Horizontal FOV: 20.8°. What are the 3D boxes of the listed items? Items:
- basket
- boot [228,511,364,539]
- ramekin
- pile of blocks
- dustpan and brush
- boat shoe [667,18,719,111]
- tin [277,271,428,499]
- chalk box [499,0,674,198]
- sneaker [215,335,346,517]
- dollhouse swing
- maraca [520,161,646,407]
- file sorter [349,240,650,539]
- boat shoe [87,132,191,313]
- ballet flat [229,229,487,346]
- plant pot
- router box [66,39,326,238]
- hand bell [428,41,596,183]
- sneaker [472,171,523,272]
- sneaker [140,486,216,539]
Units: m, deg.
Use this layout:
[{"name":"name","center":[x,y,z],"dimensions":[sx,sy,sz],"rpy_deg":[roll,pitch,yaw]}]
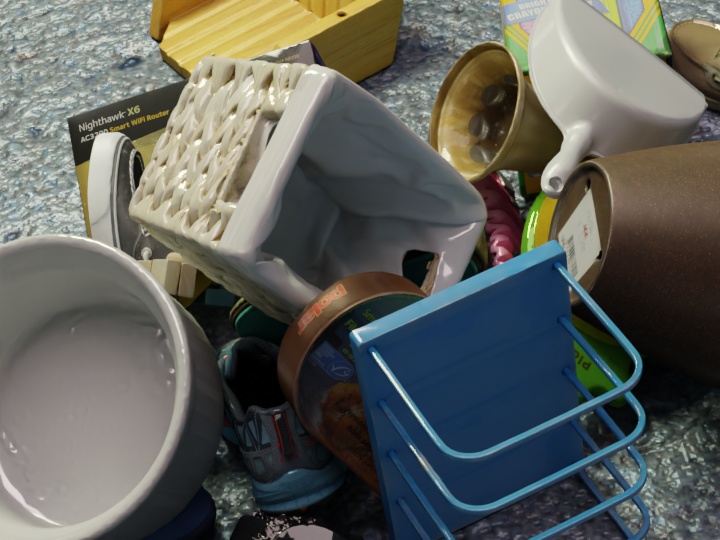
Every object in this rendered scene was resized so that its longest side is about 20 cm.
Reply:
[{"name":"basket","center":[-0.033,-0.037,1.254],"dimensions":[0.123,0.200,0.136],"rpy_deg":[16,76,41]},{"name":"boot","center":[-0.030,0.229,1.161],"dimensions":[0.200,0.076,0.168],"rpy_deg":[13,50,34]},{"name":"ramekin","center":[-0.183,0.085,1.243],"dimensions":[0.200,0.098,0.201],"rpy_deg":[-5,75,17]},{"name":"pile of blocks","center":[-0.074,-0.026,1.345],"dimensions":[0.200,0.082,0.062],"rpy_deg":[-51,24,-21]},{"name":"dustpan and brush","center":[0.159,-0.105,1.334],"dimensions":[0.140,0.057,0.200],"rpy_deg":[38,28,-3]},{"name":"boat shoe","center":[0.308,-0.155,1.520],"dimensions":[0.072,0.065,0.200],"rpy_deg":[-28,44,-18]},{"name":"tin","center":[0.028,0.077,1.230],"dimensions":[0.112,0.200,0.042],"rpy_deg":[-40,41,4]},{"name":"chalk box","center":[0.172,-0.171,1.527],"dimensions":[0.124,0.125,0.200],"rpy_deg":[-7,40,5]},{"name":"sneaker","center":[-0.058,0.077,1.307],"dimensions":[0.079,0.096,0.200],"rpy_deg":[-19,26,-9]},{"name":"dollhouse swing","center":[-0.080,-0.263,1.651],"dimensions":[0.182,0.176,0.200],"rpy_deg":[-30,45,-20]},{"name":"maraca","center":[0.165,0.006,1.338],"dimensions":[0.137,0.107,0.200],"rpy_deg":[37,55,-3]},{"name":"file sorter","center":[0.094,0.113,1.171],"dimensions":[0.139,0.200,0.123],"rpy_deg":[-24,45,-14]},{"name":"boat shoe","center":[-0.144,-0.001,1.378],"dimensions":[0.068,0.072,0.200],"rpy_deg":[-9,85,12]},{"name":"ballet flat","center":[0.000,0.000,1.381],"dimensions":[0.200,0.071,0.071],"rpy_deg":[-19,37,25]},{"name":"plant pot","center":[0.225,-0.005,1.228],"dimensions":[0.200,0.187,0.187],"rpy_deg":[9,38,-17]},{"name":"router box","center":[-0.107,-0.066,1.458],"dimensions":[0.200,0.052,0.157],"rpy_deg":[-17,67,8]},{"name":"hand bell","center":[0.160,-0.088,1.421],"dimensions":[0.200,0.104,0.104],"rpy_deg":[15,30,-31]},{"name":"sneaker","center":[0.076,-0.004,1.416],"dimensions":[0.095,0.079,0.200],"rpy_deg":[-29,38,14]},{"name":"sneaker","center":[-0.173,0.117,1.317],"dimensions":[0.074,0.082,0.200],"rpy_deg":[-33,48,-25]}]
